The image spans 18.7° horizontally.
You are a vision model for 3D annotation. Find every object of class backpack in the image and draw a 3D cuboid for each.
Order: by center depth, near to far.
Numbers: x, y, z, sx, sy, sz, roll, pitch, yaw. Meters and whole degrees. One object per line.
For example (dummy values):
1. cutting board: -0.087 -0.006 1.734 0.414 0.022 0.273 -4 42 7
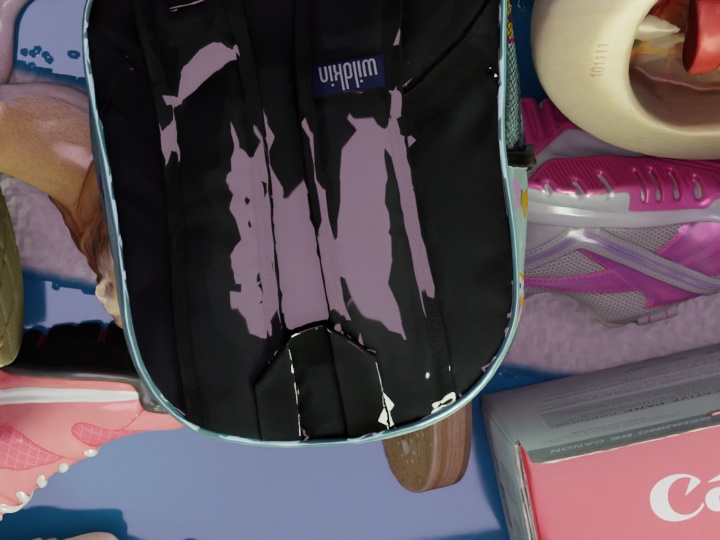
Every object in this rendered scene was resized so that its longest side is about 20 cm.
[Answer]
1. backpack: -0.017 -0.028 0.880 0.175 0.153 0.201 -7 83 0

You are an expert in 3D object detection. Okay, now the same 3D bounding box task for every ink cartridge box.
1. ink cartridge box: 0.164 0.085 0.954 0.199 0.176 0.084 -12 96 -1

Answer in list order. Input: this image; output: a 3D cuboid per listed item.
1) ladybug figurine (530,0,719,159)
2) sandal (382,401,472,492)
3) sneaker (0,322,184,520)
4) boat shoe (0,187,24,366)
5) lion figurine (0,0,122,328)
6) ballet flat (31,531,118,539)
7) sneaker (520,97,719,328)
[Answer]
1. ladybug figurine: 0.165 -0.116 0.940 0.199 0.072 0.136 -3 129 -13
2. sandal: 0.003 0.001 0.980 0.069 0.078 0.213 -10 101 -28
3. sneaker: -0.163 0.077 1.000 0.199 0.074 0.087 -4 106 5
4. boat shoe: -0.203 -0.044 0.926 0.067 0.072 0.201 -15 117 14
5. lion figurine: -0.140 -0.061 0.988 0.200 0.072 0.123 28 102 9
6. ballet flat: -0.107 0.155 1.015 0.199 0.067 0.063 21 66 -8
7. sneaker: 0.136 -0.021 0.997 0.199 0.082 0.088 6 131 -16
